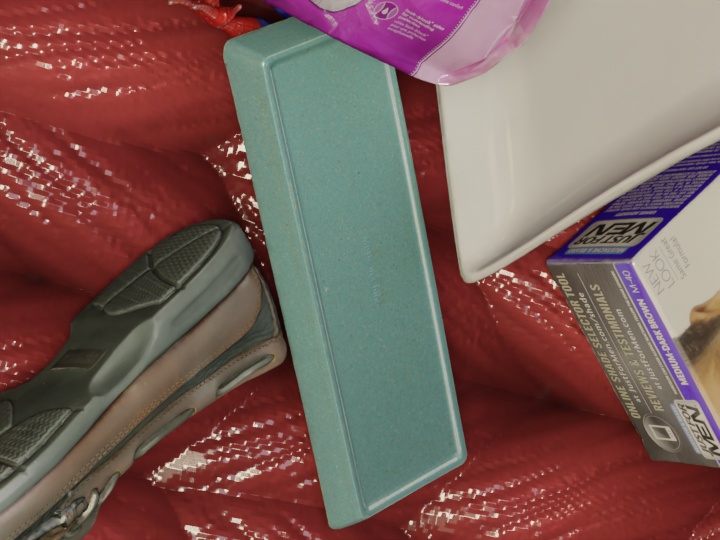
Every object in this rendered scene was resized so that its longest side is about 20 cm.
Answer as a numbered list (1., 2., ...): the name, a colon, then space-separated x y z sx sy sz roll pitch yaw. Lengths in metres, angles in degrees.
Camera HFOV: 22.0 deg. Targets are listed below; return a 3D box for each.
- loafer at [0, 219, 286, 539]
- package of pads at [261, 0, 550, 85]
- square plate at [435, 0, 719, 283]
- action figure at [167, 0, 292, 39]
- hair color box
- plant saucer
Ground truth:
1. loafer: -0.097 0.065 0.640 0.200 0.072 0.063 -45 117 -28
2. package of pads: -0.001 -0.167 0.652 0.120 0.076 0.201 22 41 -28
3. square plate: 0.097 -0.119 0.652 0.028 0.199 0.200 14 59 -37
4. action figure: -0.049 -0.121 0.685 0.199 0.052 0.066 23 84 -33
5. hair color box: 0.185 -0.017 0.826 0.200 0.065 0.110 -40 110 -25
6. plant saucer: 0.000 0.000 0.707 0.069 0.019 0.202 -25 115 -31
